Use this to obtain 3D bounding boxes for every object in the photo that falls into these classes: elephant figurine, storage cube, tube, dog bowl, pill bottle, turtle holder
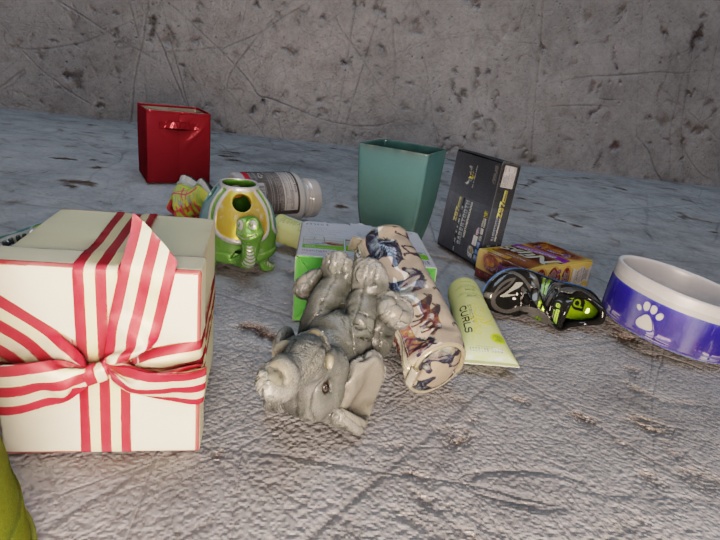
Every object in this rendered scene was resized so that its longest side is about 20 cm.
[{"bbox_3d":[-0.039,0.090,0.523,0.139,0.156,0.202,-21,28,39],"label":"elephant figurine"},{"bbox_3d":[-0.502,-0.342,1.482,0.166,0.187,0.199,-4,20,-29],"label":"storage cube"},{"bbox_3d":[0.157,0.073,0.750,0.057,0.052,0.201,-34,19,15],"label":"tube"},{"bbox_3d":[0.472,0.053,0.827,0.193,0.081,0.201,14,20,-5],"label":"dog bowl"},{"bbox_3d":[-0.072,-0.049,0.995,0.194,0.052,0.059,19,63,21],"label":"tube"},{"bbox_3d":[-0.181,-0.150,1.156,0.195,0.115,0.110,-7,23,-36],"label":"pill bottle"},{"bbox_3d":[-0.205,-0.073,0.896,0.135,0.137,0.186,9,19,4],"label":"turtle holder"}]

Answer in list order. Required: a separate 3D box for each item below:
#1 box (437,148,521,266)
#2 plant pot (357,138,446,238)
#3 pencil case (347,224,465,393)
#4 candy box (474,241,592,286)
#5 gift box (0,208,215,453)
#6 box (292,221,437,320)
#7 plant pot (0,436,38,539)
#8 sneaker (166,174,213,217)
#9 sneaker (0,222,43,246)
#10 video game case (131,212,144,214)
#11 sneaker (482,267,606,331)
[{"bbox_3d":[0.229,-0.126,1.095,0.049,0.207,0.158,4,18,-25],"label":"box"},{"bbox_3d":[0.073,-0.139,1.078,0.137,0.208,0.141,13,19,20],"label":"plant pot"},{"bbox_3d":[0.052,0.040,0.641,0.086,0.079,0.204,-5,49,-22],"label":"pencil case"},{"bbox_3d":[0.319,-0.005,1.014,0.195,0.059,0.116,-8,25,-34],"label":"candy box"},{"bbox_3d":[-0.221,0.037,0.489,0.177,0.207,0.188,-2,21,-10],"label":"gift box"},{"bbox_3d":[0.000,0.000,0.818,0.192,0.100,0.177,5,18,-6],"label":"box"},{"bbox_3d":[-0.287,0.098,0.286,0.192,0.200,0.201,6,18,-2],"label":"plant pot"},{"bbox_3d":[-0.331,-0.130,1.104,0.197,0.092,0.078,17,-23,52],"label":"sneaker"},{"bbox_3d":[-0.470,-0.043,0.817,0.077,0.081,0.199,6,17,27],"label":"sneaker"},{"bbox_3d":[-0.366,-0.073,1.019,0.192,0.018,0.144,7,19,0],"label":"video game case"},{"bbox_3d":[0.278,0.045,0.831,0.192,0.073,0.083,9,12,-3],"label":"sneaker"}]
